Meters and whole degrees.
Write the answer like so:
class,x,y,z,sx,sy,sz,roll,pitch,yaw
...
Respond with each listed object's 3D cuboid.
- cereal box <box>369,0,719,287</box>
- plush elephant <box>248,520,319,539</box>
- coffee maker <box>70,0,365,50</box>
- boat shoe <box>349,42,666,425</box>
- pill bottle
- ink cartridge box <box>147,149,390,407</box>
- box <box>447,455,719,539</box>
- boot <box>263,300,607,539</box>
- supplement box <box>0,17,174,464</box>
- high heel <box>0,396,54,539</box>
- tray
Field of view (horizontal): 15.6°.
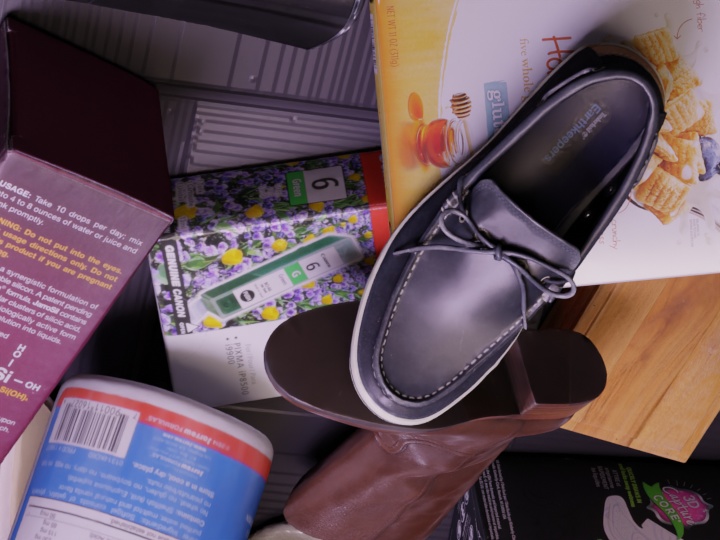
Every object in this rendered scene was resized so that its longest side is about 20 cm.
class,x,y,z,sx,sy,sz,roll,pitch,yaw
cereal box,0.109,-0.066,1.213,0.200,0.040,0.144,-6,95,-3
plush elephant,-0.047,0.227,1.385,0.155,0.200,0.165,-21,129,-20
coffee maker,-0.092,-0.156,1.062,0.200,0.192,0.135,7,109,-15
boat shoe,0.065,-0.017,1.163,0.075,0.062,0.200,39,92,-8
pill bottle,-0.122,0.160,1.262,0.112,0.112,0.200,24,76,-23
ink cartridge box,0.000,0.000,1.279,0.200,0.050,0.109,-8,127,-1
box,0.149,0.194,1.400,0.200,0.124,0.149,3,127,-9
boot,-0.002,0.087,1.289,0.186,0.064,0.200,7,152,-28
supplement box,-0.174,0.000,1.217,0.086,0.110,0.200,24,120,-24
high heel,-0.194,0.145,1.367,0.071,0.143,0.200,-16,101,-40
tray,0.165,0.003,1.314,0.099,0.037,0.200,16,122,-19
